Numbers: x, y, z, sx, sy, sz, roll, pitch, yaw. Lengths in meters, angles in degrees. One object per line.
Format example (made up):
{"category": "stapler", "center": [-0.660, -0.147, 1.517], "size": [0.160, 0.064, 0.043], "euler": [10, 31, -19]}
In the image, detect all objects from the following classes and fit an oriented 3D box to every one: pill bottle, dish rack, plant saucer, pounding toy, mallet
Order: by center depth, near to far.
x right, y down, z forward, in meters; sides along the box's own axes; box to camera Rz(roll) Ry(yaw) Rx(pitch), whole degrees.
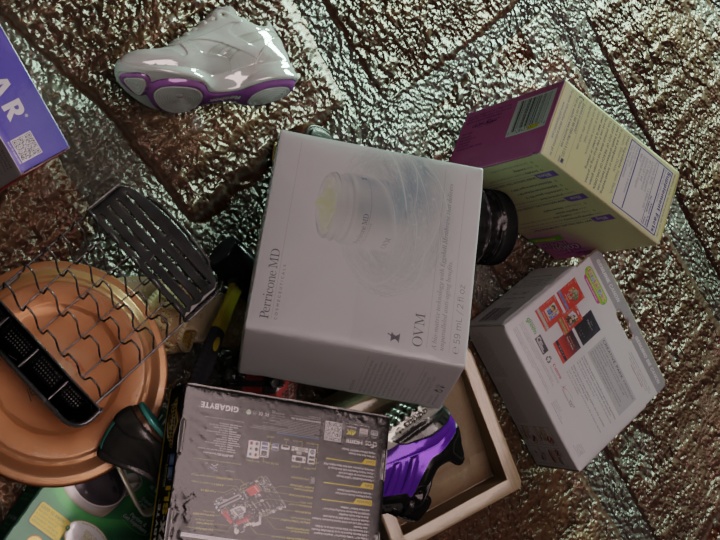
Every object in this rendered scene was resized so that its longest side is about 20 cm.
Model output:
{"category": "dish rack", "center": [-0.227, 0.022, 0.995], "size": [0.154, 0.055, 0.200], "euler": [47, 69, -1]}
{"category": "plant saucer", "center": [-0.271, 0.090, 1.010], "size": [0.197, 0.032, 0.204], "euler": [4, 75, -14]}
{"category": "mallet", "center": [-0.138, 0.045, 1.061], "size": [0.066, 0.041, 0.201], "euler": [51, 35, -20]}
{"category": "pounding toy", "center": [0.056, 0.158, 1.210], "size": [0.182, 0.142, 0.203], "euler": [-23, 94, -18]}
{"category": "pill bottle", "center": [0.072, -0.053, 1.243], "size": [0.198, 0.111, 0.114], "euler": [3, 82, -33]}

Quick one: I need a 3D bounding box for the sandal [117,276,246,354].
{"category": "sandal", "center": [-0.173, 0.044, 1.094], "size": [0.209, 0.069, 0.079], "euler": [5, 81, -33]}

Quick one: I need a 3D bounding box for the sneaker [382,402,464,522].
{"category": "sneaker", "center": [0.018, 0.206, 1.083], "size": [0.199, 0.070, 0.100], "euler": [-33, 99, -9]}

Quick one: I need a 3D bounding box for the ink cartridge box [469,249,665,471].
{"category": "ink cartridge box", "center": [0.247, 0.104, 1.350], "size": [0.175, 0.084, 0.202], "euler": [-35, 103, -27]}

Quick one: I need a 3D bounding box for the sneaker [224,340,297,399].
{"category": "sneaker", "center": [-0.092, 0.148, 1.126], "size": [0.098, 0.070, 0.204], "euler": [26, 69, -60]}

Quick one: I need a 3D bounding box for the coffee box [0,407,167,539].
{"category": "coffee box", "center": [-0.239, 0.211, 1.046], "size": [0.123, 0.044, 0.201], "euler": [42, 65, -21]}

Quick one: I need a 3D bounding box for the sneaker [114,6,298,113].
{"category": "sneaker", "center": [-0.161, -0.215, 1.145], "size": [0.198, 0.075, 0.101], "euler": [-8, 75, -38]}

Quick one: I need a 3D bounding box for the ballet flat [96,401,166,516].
{"category": "ballet flat", "center": [-0.159, 0.202, 1.012], "size": [0.068, 0.068, 0.200], "euler": [-42, 111, -5]}

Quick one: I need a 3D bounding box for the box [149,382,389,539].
{"category": "box", "center": [-0.075, 0.192, 0.975], "size": [0.197, 0.049, 0.162], "euler": [12, 77, -24]}

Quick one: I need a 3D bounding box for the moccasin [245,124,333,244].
{"category": "moccasin", "center": [-0.071, -0.050, 1.177], "size": [0.073, 0.077, 0.205], "euler": [8, 76, -47]}

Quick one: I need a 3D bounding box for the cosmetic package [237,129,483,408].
{"category": "cosmetic package", "center": [0.000, 0.000, 1.050], "size": [0.197, 0.123, 0.202], "euler": [9, 64, -3]}

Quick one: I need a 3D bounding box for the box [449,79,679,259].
{"category": "box", "center": [0.233, -0.110, 1.316], "size": [0.199, 0.175, 0.098], "euler": [33, 68, -25]}

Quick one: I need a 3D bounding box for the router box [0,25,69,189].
{"category": "router box", "center": [-0.340, -0.162, 0.945], "size": [0.049, 0.179, 0.202], "euler": [-35, 102, -31]}
